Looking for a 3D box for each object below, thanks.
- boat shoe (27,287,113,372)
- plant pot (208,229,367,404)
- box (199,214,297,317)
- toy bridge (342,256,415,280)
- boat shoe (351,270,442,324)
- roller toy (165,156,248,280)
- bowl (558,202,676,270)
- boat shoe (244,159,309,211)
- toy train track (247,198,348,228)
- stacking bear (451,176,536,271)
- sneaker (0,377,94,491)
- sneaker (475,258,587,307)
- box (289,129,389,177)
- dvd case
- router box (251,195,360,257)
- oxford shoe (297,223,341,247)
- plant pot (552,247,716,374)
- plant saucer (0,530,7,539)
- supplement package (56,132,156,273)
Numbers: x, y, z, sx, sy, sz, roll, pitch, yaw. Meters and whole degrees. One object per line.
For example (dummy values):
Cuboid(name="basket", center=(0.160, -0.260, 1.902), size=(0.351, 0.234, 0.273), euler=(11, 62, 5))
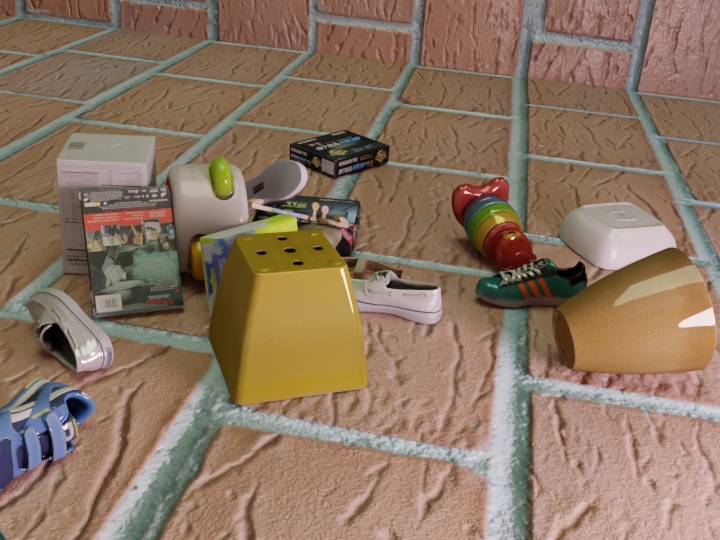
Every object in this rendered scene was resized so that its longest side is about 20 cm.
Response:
Cuboid(name="boat shoe", center=(-0.432, 0.083, 1.273), size=(0.198, 0.075, 0.065), euler=(24, 27, 37))
Cuboid(name="plant pot", center=(-0.104, 0.052, 1.278), size=(0.196, 0.180, 0.200), euler=(-4, 26, -20))
Cuboid(name="box", center=(-0.184, -0.010, 1.456), size=(0.047, 0.125, 0.198), euler=(10, 21, 43))
Cuboid(name="toy bridge", center=(0.000, 0.000, 1.584), size=(0.196, 0.028, 0.067), euler=(7, 24, 7))
Cuboid(name="boat shoe", center=(0.043, 0.031, 1.479), size=(0.196, 0.068, 0.074), euler=(11, 25, 13))
Cuboid(name="roller toy", center=(-0.274, -0.088, 1.541), size=(0.137, 0.205, 0.182), euler=(-3, 3, -17))
Cuboid(name="bowl", center=(0.520, -0.077, 1.791), size=(0.196, 0.076, 0.200), euler=(-4, 28, -18))
Cuboid(name="boat shoe", center=(-0.147, -0.146, 1.605), size=(0.065, 0.071, 0.198), euler=(2, -16, -42))
Cuboid(name="toy train track", center=(-0.107, -0.108, 1.565), size=(0.197, 0.033, 0.114), euler=(10, 1, -33))
Cuboid(name="stacking bear", center=(0.262, -0.072, 1.692), size=(0.119, 0.115, 0.201), euler=(-11, 39, -12))
Cuboid(name="sneaker", center=(-0.385, 0.193, 1.051), size=(0.081, 0.075, 0.201), euler=(10, 26, 6))
Cuboid(name="sneaker", center=(0.297, 0.014, 1.542), size=(0.196, 0.081, 0.072), euler=(1, 25, -9))
Cuboid(name="box", center=(-0.049, -0.285, 2.157), size=(0.157, 0.047, 0.198), euler=(25, 32, 36))
Cuboid(name="dvd case", center=(-0.365, -0.032, 1.421), size=(0.143, 0.204, 0.022), euler=(-6, -14, -22))
Cuboid(name="router box", center=(-0.101, -0.089, 1.712), size=(0.196, 0.063, 0.150), euler=(6, 24, 2))
Cuboid(name="oxford shoe", center=(-0.119, -0.048, 1.586), size=(0.197, 0.072, 0.075), euler=(7, 29, 36))
Cuboid(name="plant pot", center=(0.397, 0.078, 1.340), size=(0.196, 0.190, 0.187), euler=(-12, 27, -5))
Cuboid(name="plant saucer", center=(-0.439, 0.305, 0.856), size=(0.196, 0.028, 0.201), euler=(5, 26, -2))
Cuboid(name="supplement package", center=(-0.434, -0.116, 1.543), size=(0.147, 0.204, 0.152), euler=(1, 25, -7))
